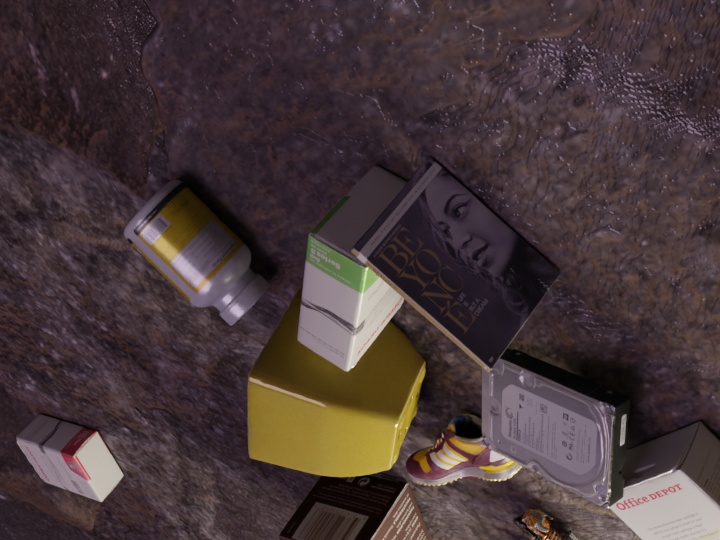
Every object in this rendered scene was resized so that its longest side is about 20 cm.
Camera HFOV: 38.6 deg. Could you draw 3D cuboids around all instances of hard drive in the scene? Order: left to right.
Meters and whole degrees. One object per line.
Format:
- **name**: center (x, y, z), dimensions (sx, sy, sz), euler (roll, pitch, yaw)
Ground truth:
- **hard drive**: center (0.231, 0.185, 1.250), dimensions (0.199, 0.038, 0.141), euler (23, 123, 44)

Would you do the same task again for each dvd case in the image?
- **dvd case**: center (0.108, -0.009, 1.135), dimensions (0.200, 0.149, 0.016), euler (41, 156, 0)

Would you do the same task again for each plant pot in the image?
- **plant pot**: center (-0.024, 0.165, 1.397), dimensions (0.198, 0.195, 0.197), euler (20, 139, 11)

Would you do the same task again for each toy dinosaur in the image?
- **toy dinosaur**: center (0.281, 0.435, 1.483), dimensions (0.135, 0.102, 0.201), euler (-34, 81, 35)

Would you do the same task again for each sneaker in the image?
- **sneaker**: center (0.134, 0.242, 1.435), dimensions (0.199, 0.075, 0.091), euler (-15, 109, 40)

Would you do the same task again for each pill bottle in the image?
- **pill bottle**: center (-0.224, -0.021, 1.437), dimensions (0.200, 0.112, 0.112), euler (45, 142, -6)

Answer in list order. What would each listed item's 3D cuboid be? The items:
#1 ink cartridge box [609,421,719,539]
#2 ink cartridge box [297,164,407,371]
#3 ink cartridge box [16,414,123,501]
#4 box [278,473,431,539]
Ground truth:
- **ink cartridge box**: center (0.412, 0.293, 1.227), dimensions (0.200, 0.086, 0.148), euler (45, 143, -3)
- **ink cartridge box**: center (0.000, 0.000, 1.238), dimensions (0.084, 0.146, 0.201), euler (29, 141, 15)
- **ink cartridge box**: center (-0.632, 0.406, 2.235), dimensions (0.198, 0.085, 0.147), euler (6, 131, 34)
- **box**: center (0.002, 0.452, 1.671), dimensions (0.165, 0.164, 0.201), euler (6, 132, 35)
